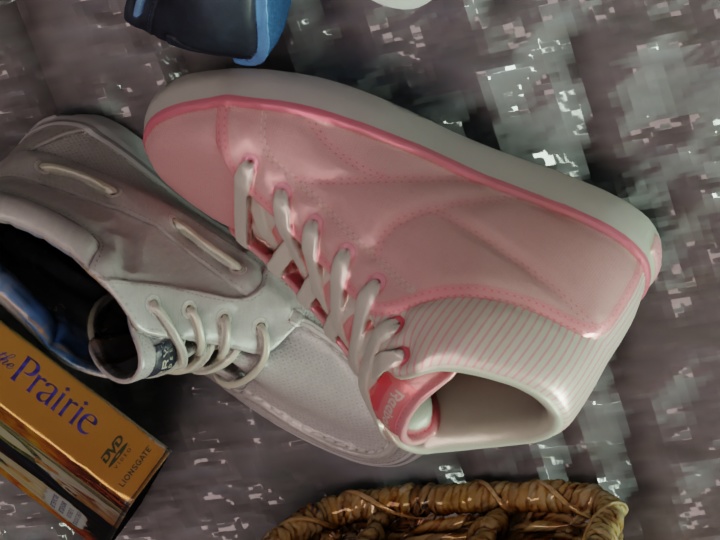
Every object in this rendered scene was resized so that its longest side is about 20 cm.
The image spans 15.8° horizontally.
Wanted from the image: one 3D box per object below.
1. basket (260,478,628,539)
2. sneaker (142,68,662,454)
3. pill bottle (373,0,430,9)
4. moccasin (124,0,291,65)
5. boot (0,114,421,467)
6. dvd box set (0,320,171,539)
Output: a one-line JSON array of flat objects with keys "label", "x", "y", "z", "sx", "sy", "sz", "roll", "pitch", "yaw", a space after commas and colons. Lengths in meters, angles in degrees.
[{"label": "basket", "x": -0.005, "y": 0.154, "z": 0.966, "sx": 0.142, "sy": 0.200, "sz": 0.149, "roll": 26, "pitch": 125, "yaw": 9}, {"label": "sneaker", "x": 0.000, "y": 0.000, "z": 0.932, "sx": 0.200, "sy": 0.105, "sz": 0.075, "roll": 19, "pitch": 151, "yaw": 10}, {"label": "pill bottle", "x": 0.065, "y": -0.171, "z": 0.820, "sx": 0.200, "sy": 0.113, "sz": 0.113, "roll": -36, "pitch": 99, "yaw": 32}, {"label": "moccasin", "x": -0.060, "y": -0.162, "z": 0.892, "sx": 0.068, "sy": 0.081, "sz": 0.201, "roll": 7, "pitch": 118, "yaw": 9}, {"label": "boot", "x": -0.064, "y": 0.025, "z": 0.984, "sx": 0.200, "sy": 0.096, "sz": 0.074, "roll": 35, "pitch": 123, "yaw": 2}, {"label": "dvd box set", "x": -0.167, "y": 0.033, "z": 1.019, "sx": 0.200, "sy": 0.029, "sz": 0.146, "roll": 37, "pitch": 163, "yaw": 0}]
